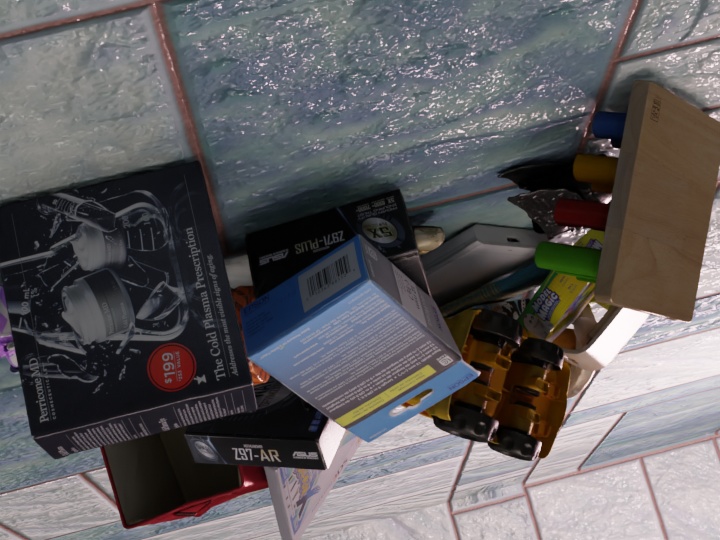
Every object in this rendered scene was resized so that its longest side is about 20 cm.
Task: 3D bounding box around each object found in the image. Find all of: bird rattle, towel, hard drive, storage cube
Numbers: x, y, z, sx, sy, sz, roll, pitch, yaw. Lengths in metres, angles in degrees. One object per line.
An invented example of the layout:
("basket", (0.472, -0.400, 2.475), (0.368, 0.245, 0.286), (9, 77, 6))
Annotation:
("bird rattle", (0.254, 0.088, 1.772), (0.112, 0.164, 0.200), (17, 138, -28))
("towel", (0.153, 0.030, 1.654), (0.199, 0.022, 0.147), (-24, 171, 14))
("hard drive", (0.104, 0.002, 1.585), (0.131, 0.026, 0.200), (3, 154, -45))
("storage cube", (-0.194, 0.193, 1.645), (0.170, 0.201, 0.180), (-22, 168, 18))

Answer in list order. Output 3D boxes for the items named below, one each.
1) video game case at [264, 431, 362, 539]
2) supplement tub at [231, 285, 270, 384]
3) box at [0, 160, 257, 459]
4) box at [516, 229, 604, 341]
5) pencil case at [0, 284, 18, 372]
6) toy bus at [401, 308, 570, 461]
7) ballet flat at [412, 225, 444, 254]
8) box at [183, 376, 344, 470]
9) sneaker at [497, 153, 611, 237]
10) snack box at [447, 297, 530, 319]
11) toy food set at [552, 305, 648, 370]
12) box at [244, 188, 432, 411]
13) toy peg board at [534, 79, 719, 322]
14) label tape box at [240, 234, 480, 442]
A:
("video game case", (-0.051, 0.216, 1.654), (0.022, 0.183, 0.201), (23, 148, 20))
("supplement tub", (-0.193, 0.075, 1.349), (0.198, 0.124, 0.123), (-7, 164, 12))
("box", (-0.196, 0.035, 1.147), (0.181, 0.201, 0.104), (-14, 164, -6))
("box", (0.246, 0.015, 1.580), (0.117, 0.048, 0.200), (-36, 165, -40))
("pencil case", (-0.249, 0.027, 1.267), (0.199, 0.084, 0.086), (-19, -160, 4))
("toy bus", (0.112, 0.126, 1.546), (0.191, 0.137, 0.199), (2, 161, 46))
("ballet flat", (0.000, 0.000, 1.439), (0.199, 0.057, 0.066), (-22, 162, 18))
("box", (-0.081, 0.130, 1.502), (0.159, 0.200, 0.044), (0, 128, 23))
("sneaker", (0.222, -0.069, 1.420), (0.104, 0.060, 0.200), (-22, 156, 16))
("snack box", (0.135, 0.076, 1.693), (0.116, 0.037, 0.200), (-27, 170, 24))
("toy food set", (0.306, 0.029, 1.619), (0.200, 0.060, 0.143), (-51, 158, 2))
("box", (-0.009, 0.035, 1.376), (0.163, 0.087, 0.201), (-16, 139, 2))
("toy peg board", (0.254, -0.064, 1.309), (0.097, 0.201, 0.199), (9, 178, 35))
("label tape box", (0.002, 0.070, 1.304), (0.143, 0.066, 0.200), (-32, 136, 18))
